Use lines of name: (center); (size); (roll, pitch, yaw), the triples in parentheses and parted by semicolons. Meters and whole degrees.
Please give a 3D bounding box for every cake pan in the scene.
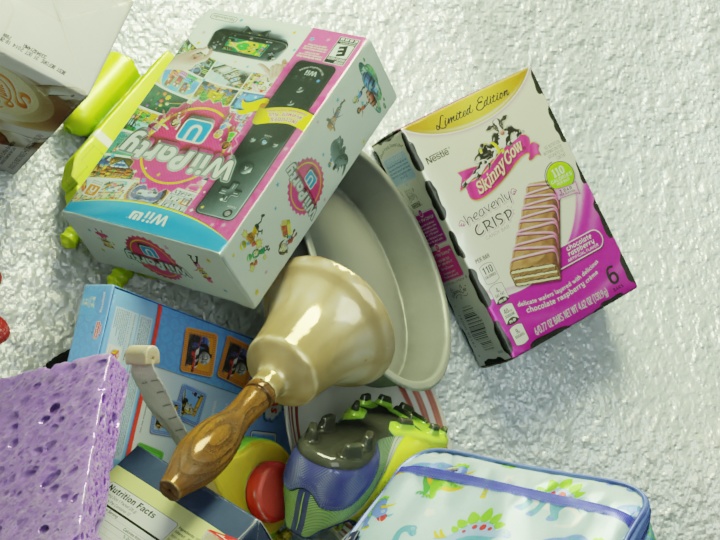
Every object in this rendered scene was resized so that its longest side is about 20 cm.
cake pan: (0.000, 0.000, 1.336); (0.200, 0.037, 0.201); (45, 32, -38)

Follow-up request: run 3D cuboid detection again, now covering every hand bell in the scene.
hand bell: (-0.069, 0.086, 1.175); (0.104, 0.104, 0.200); (51, 44, -7)

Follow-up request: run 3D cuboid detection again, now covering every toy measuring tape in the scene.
toy measuring tape: (-0.092, 0.117, 1.228); (0.073, 0.073, 0.201); (-38, 118, -25)

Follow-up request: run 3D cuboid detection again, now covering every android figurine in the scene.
android figurine: (-0.140, -0.075, 1.342); (0.182, 0.041, 0.200); (41, 66, -12)

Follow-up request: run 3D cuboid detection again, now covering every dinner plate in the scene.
dinner plate: (0.003, 0.124, 1.340); (0.200, 0.024, 0.201); (29, 51, -45)

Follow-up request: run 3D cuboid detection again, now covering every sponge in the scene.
sponge: (-0.209, 0.150, 1.130); (0.030, 0.111, 0.201); (50, 34, -43)

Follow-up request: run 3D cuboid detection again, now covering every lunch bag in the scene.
lunch bag: (0.086, 0.195, 1.169); (0.161, 0.199, 0.083); (-49, 133, -36)

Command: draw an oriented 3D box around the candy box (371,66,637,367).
candy box: (0.116, -0.043, 1.440); (0.136, 0.061, 0.201); (-28, 91, -26)

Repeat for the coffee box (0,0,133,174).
coffee box: (-0.244, -0.146, 1.221); (0.114, 0.200, 0.080); (28, 68, -17)

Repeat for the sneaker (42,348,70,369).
sneaker: (-0.206, 0.122, 1.265); (0.200, 0.074, 0.089); (-46, 118, -27)

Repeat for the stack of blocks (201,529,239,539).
stack of blocks: (-0.080, 0.269, 1.089); (0.115, 0.058, 0.201); (29, 86, -45)

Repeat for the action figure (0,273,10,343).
action figure: (-0.309, -0.028, 1.253); (0.065, 0.052, 0.200); (-41, 102, -20)

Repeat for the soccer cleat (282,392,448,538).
soccer cleat: (0.001, 0.139, 1.271); (0.064, 0.200, 0.084); (24, 103, 22)

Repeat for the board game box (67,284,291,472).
board game box: (-0.125, 0.109, 1.267); (0.200, 0.036, 0.152); (23, 74, -44)

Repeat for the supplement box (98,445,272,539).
supplement box: (-0.136, 0.265, 1.174); (0.200, 0.134, 0.200); (-44, 132, -21)

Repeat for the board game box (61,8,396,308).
board game box: (-0.090, -0.083, 1.264); (0.200, 0.147, 0.064); (-58, 143, -25)
